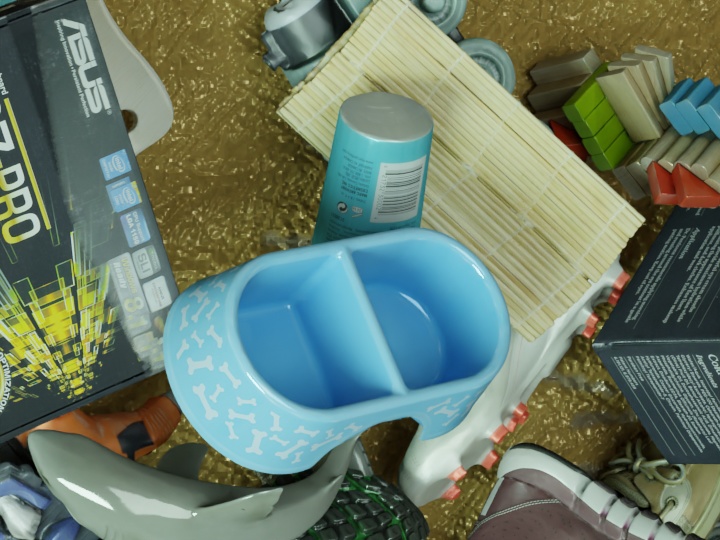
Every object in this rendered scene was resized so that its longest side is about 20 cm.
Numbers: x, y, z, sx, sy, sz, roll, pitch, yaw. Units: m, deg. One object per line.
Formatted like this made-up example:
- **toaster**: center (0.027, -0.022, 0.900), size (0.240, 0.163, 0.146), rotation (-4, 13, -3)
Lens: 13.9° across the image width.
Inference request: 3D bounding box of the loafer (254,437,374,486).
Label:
- **loafer**: center (-0.006, 0.181, 1.664), size (0.070, 0.075, 0.200), rotation (-19, 92, -1)

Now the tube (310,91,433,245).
- **tube**: center (0.000, 0.000, 1.617), size (0.077, 0.050, 0.200), rotation (7, 123, -5)

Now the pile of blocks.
- **pile of blocks**: center (0.170, -0.072, 1.663), size (0.062, 0.200, 0.082), rotation (-47, 138, -35)

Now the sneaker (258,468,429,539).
- **sneaker**: center (-0.055, 0.173, 1.595), size (0.200, 0.078, 0.085), rotation (-24, 142, -14)

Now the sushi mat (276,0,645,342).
- **sushi mat**: center (0.056, -0.057, 1.623), size (0.200, 0.012, 0.096), rotation (42, 96, -13)

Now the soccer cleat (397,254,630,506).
- **soccer cleat**: center (0.074, 0.048, 1.691), size (0.078, 0.069, 0.200), rotation (36, 71, 10)

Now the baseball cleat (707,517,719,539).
- **baseball cleat**: center (0.209, 0.203, 1.766), size (0.200, 0.106, 0.070), rotation (-44, 141, 10)

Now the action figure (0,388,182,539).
- **action figure**: center (-0.153, 0.112, 1.589), size (0.193, 0.105, 0.200), rotation (-50, 136, -8)

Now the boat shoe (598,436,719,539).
- **boat shoe**: center (0.148, 0.153, 1.730), size (0.063, 0.073, 0.201), rotation (41, 83, -26)

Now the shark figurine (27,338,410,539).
- **shark figurine**: center (-0.051, 0.112, 1.527), size (0.214, 0.089, 0.128), rotation (-14, 76, -35)

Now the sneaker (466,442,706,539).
- **sneaker**: center (0.141, 0.190, 1.659), size (0.116, 0.200, 0.076), rotation (-57, 152, -7)

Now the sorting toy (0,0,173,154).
- **sorting toy**: center (-0.190, -0.080, 1.546), size (0.180, 0.107, 0.200), rotation (38, 76, -30)

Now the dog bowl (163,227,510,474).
- **dog bowl**: center (-0.005, 0.035, 1.513), size (0.200, 0.050, 0.112), rotation (-11, 72, -39)

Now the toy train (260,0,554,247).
- **toy train**: center (0.028, -0.090, 1.657), size (0.114, 0.085, 0.200), rotation (-35, 107, -10)

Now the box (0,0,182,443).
- **box**: center (-0.185, -0.021, 1.463), size (0.161, 0.049, 0.200), rotation (-24, 106, -29)

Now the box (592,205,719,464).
- **box**: center (0.265, 0.007, 1.679), size (0.104, 0.182, 0.200), rotation (55, 52, -28)
